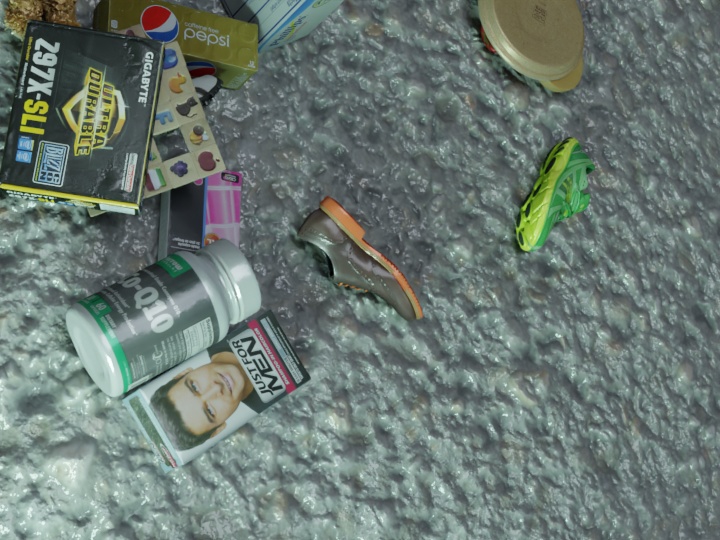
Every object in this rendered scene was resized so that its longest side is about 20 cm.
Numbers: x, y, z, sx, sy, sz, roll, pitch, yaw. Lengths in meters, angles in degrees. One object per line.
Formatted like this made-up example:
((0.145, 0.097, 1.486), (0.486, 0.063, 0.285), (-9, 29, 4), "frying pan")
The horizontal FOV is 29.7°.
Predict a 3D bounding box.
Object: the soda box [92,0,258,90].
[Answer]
((-0.228, -0.285, 1.679), (0.199, 0.064, 0.068), (10, 69, -28), "soda box")

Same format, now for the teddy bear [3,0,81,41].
((-0.378, -0.359, 1.613), (0.144, 0.067, 0.202), (18, 66, -27), "teddy bear")

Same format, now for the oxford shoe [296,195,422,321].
((0.000, 0.000, 1.729), (0.073, 0.071, 0.200), (-44, 102, -5), "oxford shoe")

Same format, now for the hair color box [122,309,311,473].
((-0.164, 0.138, 1.574), (0.199, 0.061, 0.099), (-32, 91, -34), "hair color box")

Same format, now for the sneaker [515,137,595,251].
((0.284, -0.103, 1.916), (0.083, 0.074, 0.201), (37, 58, -10), "sneaker")

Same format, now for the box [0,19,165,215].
((-0.314, -0.173, 1.539), (0.158, 0.049, 0.202), (8, 78, -4), "box")

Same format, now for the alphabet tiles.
((-0.268, -0.181, 1.574), (0.166, 0.008, 0.201), (-20, 81, -11), "alphabet tiles")

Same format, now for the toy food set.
((0.253, -0.369, 2.005), (0.199, 0.049, 0.200), (11, 68, -27), "toy food set")

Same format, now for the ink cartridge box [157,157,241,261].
((-0.195, -0.030, 1.631), (0.094, 0.037, 0.202), (11, 70, -27), "ink cartridge box")

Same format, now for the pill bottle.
((-0.219, 0.048, 1.524), (0.199, 0.113, 0.114), (-29, 89, -25), "pill bottle")

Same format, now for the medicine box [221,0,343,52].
((-0.110, -0.409, 1.720), (0.103, 0.182, 0.201), (-28, 89, -34), "medicine box")

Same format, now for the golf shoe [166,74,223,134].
((-0.253, -0.205, 1.629), (0.200, 0.078, 0.095), (-36, 93, -35), "golf shoe")
